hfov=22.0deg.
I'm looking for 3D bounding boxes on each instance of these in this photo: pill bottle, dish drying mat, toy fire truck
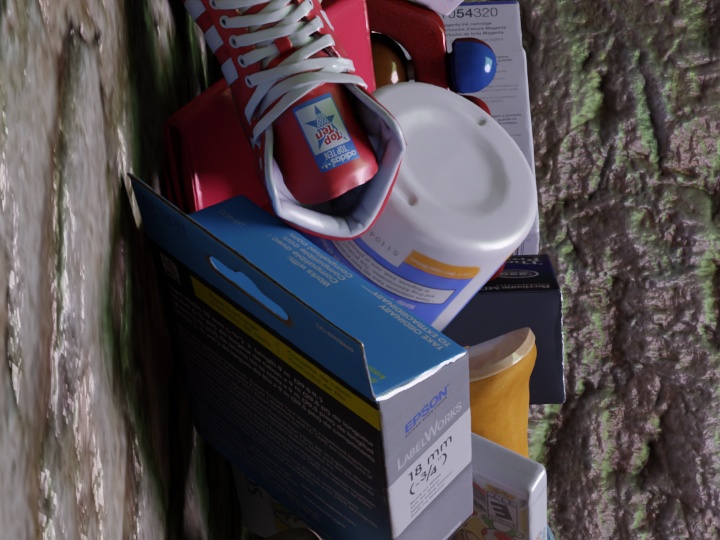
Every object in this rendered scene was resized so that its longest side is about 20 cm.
[{"bbox_3d":[0.000,0.000,1.006,0.200,0.112,0.112,-50,-149,44],"label":"pill bottle"},{"bbox_3d":[-0.044,-0.081,0.965,0.200,0.018,0.077,-45,133,-52],"label":"dish drying mat"},{"bbox_3d":[0.001,-0.082,1.115,0.112,0.168,0.200,-87,172,-65],"label":"toy fire truck"}]

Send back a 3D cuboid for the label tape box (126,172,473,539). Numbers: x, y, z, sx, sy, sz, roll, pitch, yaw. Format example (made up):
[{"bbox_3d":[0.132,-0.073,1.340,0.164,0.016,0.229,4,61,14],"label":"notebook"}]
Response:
[{"bbox_3d":[-0.021,0.038,0.842,0.063,0.144,0.200,-41,149,-25],"label":"label tape box"}]

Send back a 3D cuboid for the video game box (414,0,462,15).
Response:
[{"bbox_3d":[-0.016,-0.265,1.079,0.047,0.182,0.200,-42,-139,45],"label":"video game box"}]

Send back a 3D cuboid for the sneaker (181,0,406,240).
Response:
[{"bbox_3d":[-0.039,-0.102,0.830,0.200,0.071,0.113,64,-2,-37],"label":"sneaker"}]

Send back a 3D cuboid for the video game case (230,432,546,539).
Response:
[{"bbox_3d":[0.011,0.126,1.013,0.023,0.200,0.182,-52,152,-32],"label":"video game case"}]

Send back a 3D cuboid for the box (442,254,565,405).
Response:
[{"bbox_3d":[0.028,0.039,1.203,0.141,0.200,0.079,-81,169,-78],"label":"box"}]

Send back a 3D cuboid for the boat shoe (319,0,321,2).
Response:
[{"bbox_3d":[-0.072,-0.177,0.923,0.063,0.074,0.201,58,2,17],"label":"boat shoe"}]

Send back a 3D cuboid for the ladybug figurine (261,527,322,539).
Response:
[{"bbox_3d":[-0.043,0.196,0.902,0.200,0.072,0.136,80,6,-66],"label":"ladybug figurine"}]

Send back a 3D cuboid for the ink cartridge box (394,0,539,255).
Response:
[{"bbox_3d":[0.024,-0.098,1.325,0.043,0.196,0.200,84,4,-59],"label":"ink cartridge box"}]

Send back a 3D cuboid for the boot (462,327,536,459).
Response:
[{"bbox_3d":[0.079,0.111,1.021,0.201,0.071,0.144,140,-70,-82],"label":"boot"}]

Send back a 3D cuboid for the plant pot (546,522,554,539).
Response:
[{"bbox_3d":[0.026,0.219,1.208,0.196,0.200,0.201,18,68,-79],"label":"plant pot"}]
